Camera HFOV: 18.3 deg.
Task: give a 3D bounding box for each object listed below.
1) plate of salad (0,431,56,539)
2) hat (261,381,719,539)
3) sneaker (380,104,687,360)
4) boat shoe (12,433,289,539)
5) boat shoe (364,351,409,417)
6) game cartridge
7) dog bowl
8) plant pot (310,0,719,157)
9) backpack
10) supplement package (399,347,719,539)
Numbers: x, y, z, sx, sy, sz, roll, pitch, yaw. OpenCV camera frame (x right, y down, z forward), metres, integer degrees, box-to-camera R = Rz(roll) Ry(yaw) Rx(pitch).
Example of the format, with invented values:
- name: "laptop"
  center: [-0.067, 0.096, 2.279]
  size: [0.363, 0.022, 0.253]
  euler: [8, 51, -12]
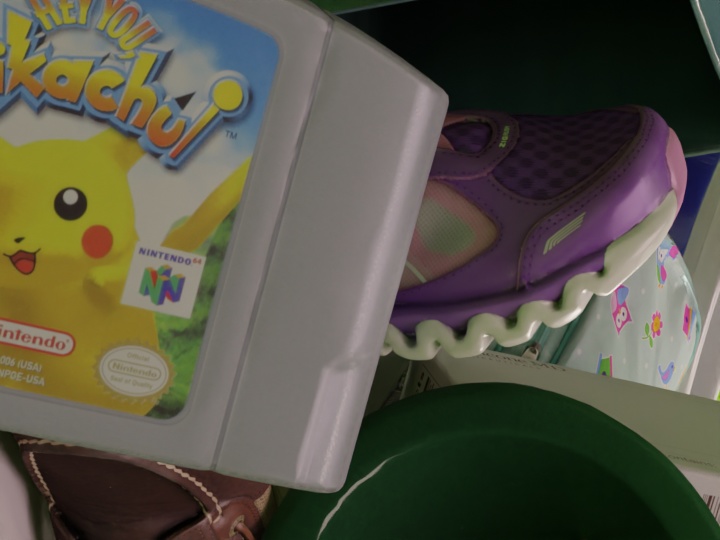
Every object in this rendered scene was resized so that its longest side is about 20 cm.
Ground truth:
- name: "plate of salad"
  center: [-0.122, 0.109, 0.673]
  size: [0.200, 0.048, 0.202]
  euler: [-6, 90, -87]
- name: "hat"
  center: [0.047, 0.161, 0.781]
  size: [0.176, 0.164, 0.201]
  euler: [95, -21, -68]
- name: "sneaker"
  center: [-0.005, -0.026, 0.660]
  size: [0.081, 0.198, 0.089]
  euler: [-63, 138, -53]
- name: "boat shoe"
  center: [-0.063, 0.085, 0.724]
  size: [0.200, 0.071, 0.073]
  euler: [62, 34, -68]
- name: "boat shoe"
  center: [0.000, 0.000, 0.869]
  size: [0.201, 0.068, 0.057]
  euler: [-53, -170, 1]
- name: "game cartridge"
  center: [-0.080, -0.025, 0.580]
  size: [0.040, 0.198, 0.135]
  euler: [-151, -105, -72]
- name: "dog bowl"
  center: [0.150, 0.020, 1.152]
  size: [0.200, 0.078, 0.202]
  euler: [17, 90, -76]
- name: "plant pot"
  center: [0.040, -0.148, 0.738]
  size: [0.141, 0.140, 0.202]
  euler: [48, 36, -62]
- name: "backpack"
  center: [0.064, 0.058, 0.986]
  size: [0.201, 0.126, 0.167]
  euler: [-61, 151, -27]
- name: "supplement package"
  center: [0.104, 0.131, 0.853]
  size: [0.111, 0.198, 0.157]
  euler: [-131, -125, -71]
